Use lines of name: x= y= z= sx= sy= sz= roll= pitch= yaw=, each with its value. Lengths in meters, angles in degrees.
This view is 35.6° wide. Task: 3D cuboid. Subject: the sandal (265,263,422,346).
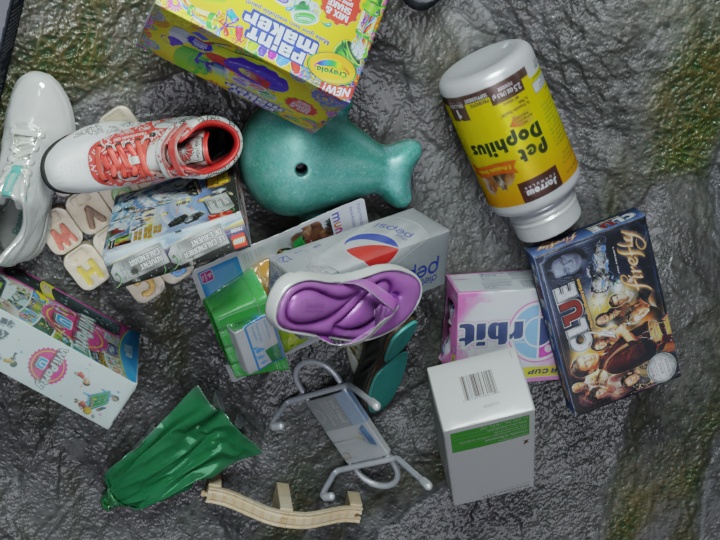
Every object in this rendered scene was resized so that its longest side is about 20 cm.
sandal: x=-0.007 y=0.042 z=1.099 sx=0.200 sy=0.050 sz=0.084 roll=-3 pitch=117 yaw=-42

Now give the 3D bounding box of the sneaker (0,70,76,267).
sneaker: x=-0.343 y=-0.100 z=1.146 sx=0.074 sy=0.089 sz=0.204 roll=11 pitch=102 yaw=2

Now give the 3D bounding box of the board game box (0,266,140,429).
board game box: x=-0.333 y=0.069 z=1.181 sx=0.198 sy=0.148 sz=0.065 roll=32 pitch=99 yaw=-18

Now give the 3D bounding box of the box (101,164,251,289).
box: x=-0.181 y=-0.050 z=1.119 sx=0.135 sy=0.200 sz=0.041 roll=-18 pitch=111 yaw=-2

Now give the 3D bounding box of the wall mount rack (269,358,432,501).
wall mount rack: x=-0.005 y=0.193 z=1.282 sx=0.172 sy=0.075 sz=0.201 roll=-18 pitch=115 yaw=36

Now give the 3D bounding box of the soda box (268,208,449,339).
soda box: x=0.000 y=0.000 z=1.166 sx=0.198 sy=0.063 sz=0.069 roll=-19 pitch=127 yaw=-34

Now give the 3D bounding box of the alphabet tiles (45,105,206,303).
alphabet tiles: x=-0.247 y=-0.068 z=1.218 sx=0.198 sy=0.015 sz=0.197 roll=-32 pitch=111 yaw=2

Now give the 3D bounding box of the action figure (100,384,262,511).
action figure: x=-0.226 y=0.219 z=1.299 sx=0.199 sy=0.055 sz=0.119 roll=-35 pitch=112 yaw=11

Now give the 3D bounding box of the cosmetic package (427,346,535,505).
cosmetic package: x=0.139 y=0.180 z=1.276 sx=0.106 sy=0.086 sz=0.201 roll=-14 pitch=144 yaw=0

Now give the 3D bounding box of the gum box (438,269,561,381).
gum box: x=0.189 y=0.064 z=1.303 sx=0.196 sy=0.066 sz=0.116 roll=-3 pitch=109 yaw=-8

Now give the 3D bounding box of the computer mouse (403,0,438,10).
computer mouse: x=0.099 y=-0.364 z=1.166 sx=0.058 sy=0.034 sz=0.202 roll=30 pitch=97 yaw=0

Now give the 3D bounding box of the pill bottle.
pill bottle: x=0.168 y=-0.136 z=1.208 sx=0.108 sy=0.109 sz=0.202 roll=-27 pitch=111 yaw=1

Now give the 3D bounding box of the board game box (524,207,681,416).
board game box: x=0.274 y=0.048 z=1.258 sx=0.133 sy=0.035 sz=0.203 roll=-20 pitch=109 yaw=-3

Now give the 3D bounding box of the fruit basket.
fruit basket: x=-0.069 y=0.029 z=1.217 sx=0.197 sy=0.094 sz=0.187 roll=-19 pitch=138 yaw=-7

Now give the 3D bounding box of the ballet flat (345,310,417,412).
ballet flat: x=0.022 y=0.085 z=1.268 sx=0.068 sy=0.068 sz=0.201 roll=-31 pitch=156 yaw=-29

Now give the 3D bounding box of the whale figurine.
whale figurine: x=-0.031 y=-0.112 z=1.187 sx=0.196 sy=0.104 sz=0.162 roll=11 pitch=107 yaw=-10

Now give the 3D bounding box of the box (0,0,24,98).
box: x=-0.406 y=-0.255 z=1.080 sx=0.146 sy=0.105 sz=0.203 roll=17 pitch=105 yaw=-14

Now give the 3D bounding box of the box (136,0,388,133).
box: x=-0.082 y=-0.271 z=1.077 sx=0.197 sy=0.122 sz=0.196 roll=24 pitch=76 yaw=-16

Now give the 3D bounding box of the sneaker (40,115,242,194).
sneaker: x=-0.216 y=-0.119 z=1.124 sx=0.198 sy=0.108 sz=0.069 roll=-12 pitch=101 yaw=-22

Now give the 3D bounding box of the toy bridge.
toy bridge: x=-0.093 y=0.279 z=1.333 sx=0.196 sy=0.067 sz=0.028 roll=10 pitch=108 yaw=-13
